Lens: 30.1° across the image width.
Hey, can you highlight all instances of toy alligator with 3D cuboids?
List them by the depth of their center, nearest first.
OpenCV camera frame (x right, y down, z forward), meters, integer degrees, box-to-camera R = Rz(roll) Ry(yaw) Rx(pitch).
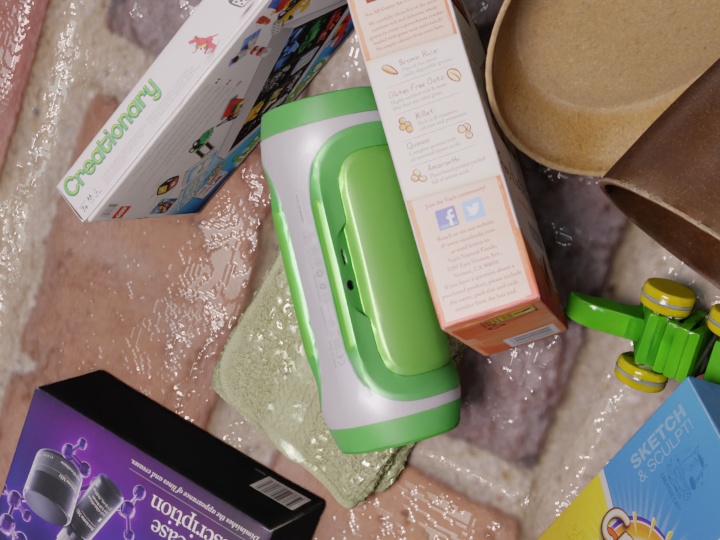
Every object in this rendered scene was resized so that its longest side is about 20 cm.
[{"bbox_3d":[0.210,0.050,0.737,0.199,0.054,0.060,23,112,24],"label":"toy alligator"}]

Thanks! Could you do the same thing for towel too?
[{"bbox_3d":[-0.005,0.037,0.851,0.148,0.036,0.201,35,108,18],"label":"towel"}]

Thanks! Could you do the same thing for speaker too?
[{"bbox_3d":[0.000,0.000,0.778,0.088,0.088,0.201,-14,89,26],"label":"speaker"}]

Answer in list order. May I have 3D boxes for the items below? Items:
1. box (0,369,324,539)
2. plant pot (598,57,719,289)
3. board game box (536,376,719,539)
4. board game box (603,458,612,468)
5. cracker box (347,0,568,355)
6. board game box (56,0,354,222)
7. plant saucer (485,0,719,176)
[{"bbox_3d":[-0.144,0.178,0.908,0.199,0.079,0.142,26,107,22],"label":"box"},{"bbox_3d":[0.250,-0.072,0.657,0.187,0.187,0.200,36,93,19],"label":"plant pot"},{"bbox_3d":[0.152,0.179,0.698,0.200,0.040,0.153,-55,33,29],"label":"board game box"},{"bbox_3d":[0.255,0.182,0.744,0.199,0.026,0.201,-17,87,25],"label":"board game box"},{"bbox_3d":[0.055,-0.061,0.741,0.057,0.134,0.201,-19,77,11],"label":"cracker box"},{"bbox_3d":[-0.086,-0.111,0.828,0.035,0.126,0.200,48,111,14],"label":"board game box"},{"bbox_3d":[0.154,-0.135,0.695,0.200,0.200,0.036,-42,45,22],"label":"plant saucer"}]
